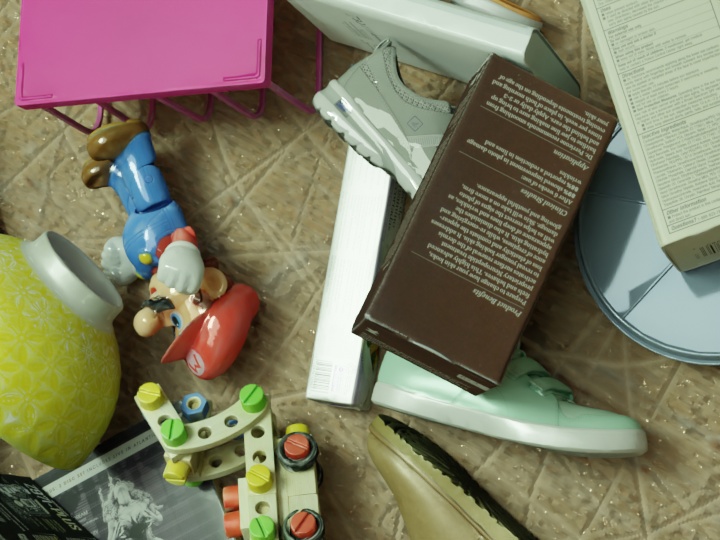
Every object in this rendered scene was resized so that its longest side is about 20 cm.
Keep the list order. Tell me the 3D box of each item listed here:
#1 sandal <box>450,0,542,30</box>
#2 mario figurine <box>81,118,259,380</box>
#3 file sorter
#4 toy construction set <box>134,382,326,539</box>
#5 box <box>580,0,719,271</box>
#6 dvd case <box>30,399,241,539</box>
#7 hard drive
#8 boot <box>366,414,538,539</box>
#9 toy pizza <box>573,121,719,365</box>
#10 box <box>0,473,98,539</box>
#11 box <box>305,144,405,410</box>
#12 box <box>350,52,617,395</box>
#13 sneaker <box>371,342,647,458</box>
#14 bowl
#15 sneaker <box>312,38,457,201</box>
[{"bbox_3d":[0.045,-0.235,1.399,0.206,0.079,0.060,25,99,5],"label":"sandal"},{"bbox_3d":[-0.156,-0.007,1.424,0.106,0.123,0.201,-34,74,14],"label":"mario figurine"},{"bbox_3d":[-0.137,-0.181,1.447,0.199,0.125,0.140,-3,77,20],"label":"file sorter"},{"bbox_3d":[-0.090,0.168,1.364,0.130,0.092,0.201,-7,68,2],"label":"toy construction set"},{"bbox_3d":[0.218,-0.112,1.284,0.094,0.078,0.201,-18,72,14],"label":"box"},{"bbox_3d":[-0.156,0.218,1.439,0.148,0.016,0.201,-29,72,16],"label":"dvd case"},{"bbox_3d":[0.047,-0.166,1.366,0.199,0.132,0.027,21,85,24],"label":"hard drive"},{"bbox_3d":[0.016,0.226,1.343,0.175,0.066,0.200,42,98,23],"label":"boot"},{"bbox_3d":[0.244,-0.033,1.316,0.199,0.032,0.202,-5,76,18],"label":"toy pizza"},{"bbox_3d":[-0.235,0.233,1.372,0.200,0.164,0.086,37,96,23],"label":"box"},{"bbox_3d":[0.000,0.000,1.405,0.041,0.039,0.201,6,82,21],"label":"box"},{"bbox_3d":[0.082,-0.029,1.282,0.100,0.075,0.201,27,76,-4],"label":"box"},{"bbox_3d":[0.111,0.059,1.331,0.199,0.074,0.119,14,85,23],"label":"sneaker"},{"bbox_3d":[-0.237,0.036,1.407,0.108,0.200,0.200,-44,68,6],"label":"bowl"},{"bbox_3d":[0.062,-0.079,1.351,0.200,0.075,0.082,42,93,-2],"label":"sneaker"}]
